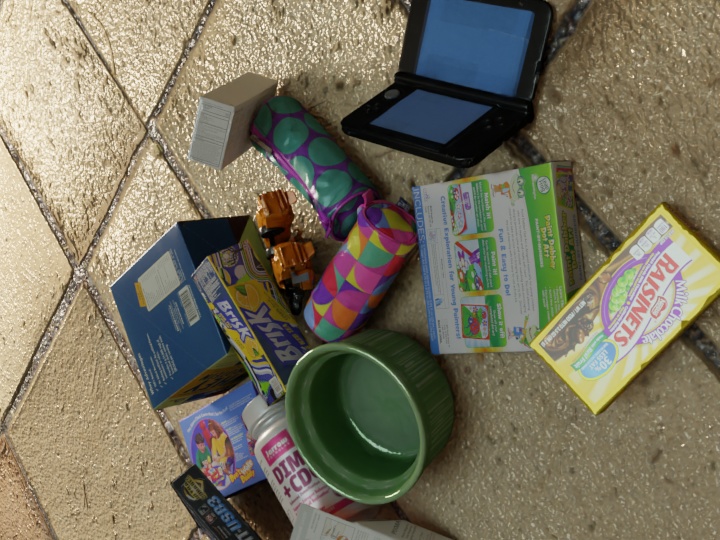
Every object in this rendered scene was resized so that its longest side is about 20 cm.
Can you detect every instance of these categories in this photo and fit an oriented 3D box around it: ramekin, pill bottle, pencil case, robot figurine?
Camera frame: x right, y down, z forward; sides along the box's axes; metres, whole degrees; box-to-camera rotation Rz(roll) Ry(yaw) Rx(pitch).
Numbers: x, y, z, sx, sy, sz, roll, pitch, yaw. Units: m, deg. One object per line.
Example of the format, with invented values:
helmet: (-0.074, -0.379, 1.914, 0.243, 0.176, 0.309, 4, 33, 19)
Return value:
ramekin: (0.016, 0.168, 1.239, 0.199, 0.097, 0.202, 12, 113, 31)
pill bottle: (-0.069, 0.251, 1.345, 0.114, 0.113, 0.201, -51, 61, 35)
pencil case: (-0.060, -0.129, 1.299, 0.200, 0.092, 0.085, 49, 143, 27)
pencil case: (0.000, 0.000, 1.258, 0.089, 0.088, 0.201, 51, 131, 27)
robot figurine: (-0.091, -0.024, 1.313, 0.200, 0.058, 0.146, 92, 160, -76)

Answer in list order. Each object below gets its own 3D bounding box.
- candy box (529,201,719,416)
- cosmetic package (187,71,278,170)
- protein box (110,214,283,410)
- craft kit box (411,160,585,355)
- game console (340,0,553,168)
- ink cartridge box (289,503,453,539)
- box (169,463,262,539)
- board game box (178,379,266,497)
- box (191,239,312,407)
candy box: (0.267, 0.040, 1.020, 0.102, 0.026, 0.200, 47, 114, 18)
cosmetic package: (-0.161, -0.196, 1.322, 0.050, 0.200, 0.083, 20, 111, 4)
protein box: (-0.224, 0.059, 1.456, 0.200, 0.134, 0.200, -36, 71, 41)
craft kit box: (0.153, -0.009, 1.146, 0.197, 0.048, 0.202, -5, 92, 47)
game console: (0.089, -0.219, 1.133, 0.199, 0.176, 0.117, 22, 139, 41)
ink cartridge box: (0.007, 0.375, 1.273, 0.199, 0.057, 0.164, 22, 113, 12)
box: (-0.165, 0.377, 1.410, 0.200, 0.050, 0.199, 42, 160, 23)
board game box: (-0.176, 0.249, 1.498, 0.200, 0.045, 0.135, -31, 74, 42)
box: (-0.132, 0.067, 1.323, 0.201, 0.070, 0.064, 59, 143, 8)
